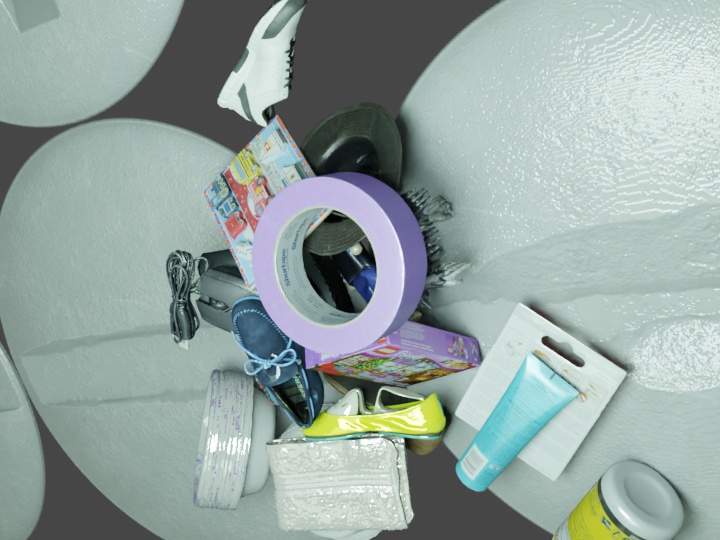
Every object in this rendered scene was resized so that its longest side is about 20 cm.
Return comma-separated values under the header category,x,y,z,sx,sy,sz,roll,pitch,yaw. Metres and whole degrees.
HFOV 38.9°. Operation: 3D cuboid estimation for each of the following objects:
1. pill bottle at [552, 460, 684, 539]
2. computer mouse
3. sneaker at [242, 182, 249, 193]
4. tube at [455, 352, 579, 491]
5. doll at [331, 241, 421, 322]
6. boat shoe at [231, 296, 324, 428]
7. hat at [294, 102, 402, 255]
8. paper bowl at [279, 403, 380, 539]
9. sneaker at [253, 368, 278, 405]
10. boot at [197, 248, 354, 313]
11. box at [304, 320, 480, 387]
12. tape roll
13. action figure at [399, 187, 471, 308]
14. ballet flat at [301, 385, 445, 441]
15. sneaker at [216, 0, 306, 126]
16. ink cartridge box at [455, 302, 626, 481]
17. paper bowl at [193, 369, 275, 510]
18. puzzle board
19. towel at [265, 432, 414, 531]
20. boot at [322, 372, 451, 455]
category,x,y,z,sx,sy,sz,roll,pitch,yaw
pill bottle,0.315,0.347,1.306,0.112,0.112,0.201,35,127,11
computer mouse,-0.154,0.049,1.313,0.197,0.053,0.140,4,120,0
sneaker,-0.130,-0.047,1.413,0.090,0.078,0.202,14,124,5
tube,0.191,0.198,1.295,0.077,0.050,0.201,35,121,6
doll,0.000,0.000,1.342,0.201,0.048,0.137,53,164,12
boat shoe,-0.096,0.118,1.286,0.083,0.069,0.201,-23,123,22
hat,-0.001,-0.104,1.269,0.199,0.081,0.203,-20,59,37
paper bowl,-0.039,0.307,1.493,0.198,0.104,0.203,12,119,24
sneaker,-0.092,0.139,1.425,0.094,0.200,0.080,-7,75,3
boot,-0.112,0.036,1.380,0.166,0.077,0.201,-18,124,17
box,0.043,0.107,1.305,0.136,0.199,0.040,-21,65,36
tape roll,-0.026,-0.009,1.169,0.198,0.065,0.203,5,101,27
action figure,0.080,-0.025,1.259,0.101,0.200,0.120,-22,74,0
ballet flat,0.016,0.188,1.358,0.197,0.067,0.068,-3,97,16
sneaker,-0.108,-0.268,1.288,0.080,0.074,0.200,35,133,-2
ink cartridge box,0.230,0.151,1.305,0.159,0.047,0.201,33,123,13
paper bowl,-0.185,0.252,1.513,0.103,0.202,0.203,7,123,-10
puzzle board,-0.124,-0.092,1.303,0.151,0.017,0.201,-45,48,15
towel,-0.028,0.291,1.391,0.197,0.034,0.134,-6,99,14
boot,0.026,0.192,1.431,0.199,0.074,0.076,30,131,11
